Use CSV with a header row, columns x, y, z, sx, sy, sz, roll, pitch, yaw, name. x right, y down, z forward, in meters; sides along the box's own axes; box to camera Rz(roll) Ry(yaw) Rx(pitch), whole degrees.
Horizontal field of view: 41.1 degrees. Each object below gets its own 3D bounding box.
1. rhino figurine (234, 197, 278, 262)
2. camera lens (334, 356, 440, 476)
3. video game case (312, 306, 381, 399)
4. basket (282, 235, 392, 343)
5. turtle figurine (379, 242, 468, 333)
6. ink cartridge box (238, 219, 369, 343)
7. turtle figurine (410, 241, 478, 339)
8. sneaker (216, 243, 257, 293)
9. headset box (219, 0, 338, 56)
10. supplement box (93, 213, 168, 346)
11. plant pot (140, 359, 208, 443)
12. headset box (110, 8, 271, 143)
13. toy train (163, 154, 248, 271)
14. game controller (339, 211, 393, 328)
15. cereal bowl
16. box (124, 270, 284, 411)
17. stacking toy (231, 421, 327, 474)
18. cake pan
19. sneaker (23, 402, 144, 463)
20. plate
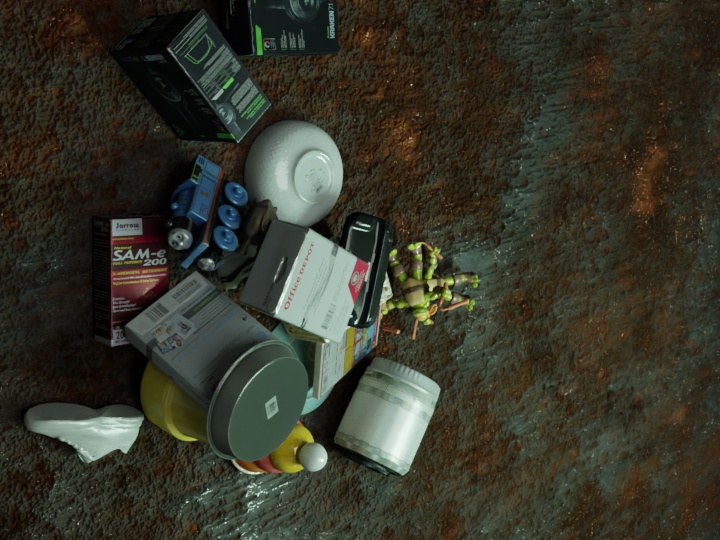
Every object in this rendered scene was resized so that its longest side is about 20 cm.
x,y,z,sx,sy,sz,roll,pitch,yaw,name
-0.167,-0.076,1.598,0.059,0.200,0.088,18,101,-9,rhino figurine
0.051,0.291,1.886,0.160,0.159,0.201,35,74,-40,camera lens
-0.024,0.139,1.829,0.200,0.017,0.144,-39,146,-43,video game case
-0.056,0.033,1.757,0.200,0.135,0.124,-33,114,-34,basket
0.114,0.030,1.904,0.064,0.199,0.162,-7,81,-62,turtle figurine
-0.088,0.019,1.552,0.200,0.083,0.146,30,80,-55,ink cartridge box
0.161,0.046,2.006,0.160,0.064,0.202,6,87,-25,turtle figurine
-0.163,-0.004,1.688,0.199,0.076,0.088,-9,77,-31,sneaker
-0.144,-0.452,1.621,0.199,0.092,0.176,-11,104,-40,headset box
-0.365,0.012,1.533,0.108,0.061,0.202,-7,101,-42,supplement box
-0.225,0.205,1.572,0.200,0.188,0.202,-33,136,-39,plant pot
-0.260,-0.294,1.499,0.093,0.173,0.200,-53,128,-22,headset box
-0.253,-0.088,1.540,0.114,0.087,0.201,30,41,-23,toy train
0.000,0.000,1.696,0.104,0.042,0.202,14,85,-28,game controller
-0.106,-0.170,1.721,0.199,0.083,0.202,-7,101,-41,cereal bowl
-0.242,0.110,1.500,0.156,0.200,0.041,-42,159,-33,box
-0.132,0.313,1.697,0.145,0.199,0.147,-9,104,-38,stacking toy
-0.151,0.205,1.470,0.200,0.037,0.201,-32,134,-40,cake pan
-0.437,0.260,1.509,0.199,0.075,0.089,11,101,-44,sneaker
-0.105,0.178,1.818,0.199,0.025,0.202,-8,102,-40,plate
